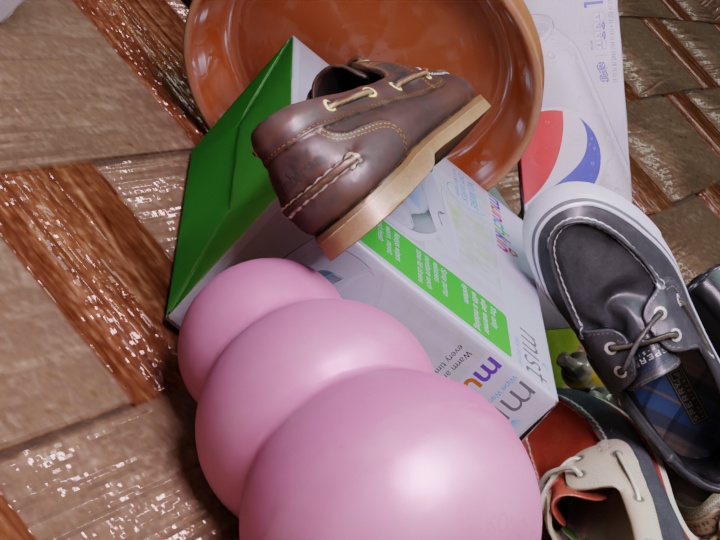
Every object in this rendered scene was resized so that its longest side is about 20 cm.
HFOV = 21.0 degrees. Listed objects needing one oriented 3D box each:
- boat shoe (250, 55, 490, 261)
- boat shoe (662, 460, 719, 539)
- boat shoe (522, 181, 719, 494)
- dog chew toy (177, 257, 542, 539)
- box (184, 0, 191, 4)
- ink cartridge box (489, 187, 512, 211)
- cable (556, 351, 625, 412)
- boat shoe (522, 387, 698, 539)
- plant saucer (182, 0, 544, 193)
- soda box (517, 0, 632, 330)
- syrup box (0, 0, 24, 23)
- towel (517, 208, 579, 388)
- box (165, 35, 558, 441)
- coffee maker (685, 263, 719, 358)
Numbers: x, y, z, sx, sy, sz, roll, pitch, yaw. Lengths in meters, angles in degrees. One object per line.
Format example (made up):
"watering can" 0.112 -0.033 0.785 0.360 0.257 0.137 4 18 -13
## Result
"boat shoe" 0.007 -0.067 0.892 0.070 0.070 0.200 48 20 -1
"boat shoe" 0.201 0.142 1.126 0.064 0.071 0.201 -17 82 -60
"boat shoe" 0.150 0.042 1.020 0.200 0.070 0.066 58 9 -29
"dog chew toy" -0.012 0.070 0.808 0.124 0.125 0.200 23 22 -48
"box" 0.022 -0.162 1.211 0.182 0.104 0.200 32 -9 -33
"ink cartridge box" 0.075 0.004 1.212 0.145 0.048 0.200 19 31 -53
"cable" 0.167 0.099 1.198 0.200 0.050 0.098 7 60 -64
"boat shoe" 0.130 0.132 1.040 0.062 0.071 0.200 14 31 -35
"plant saucer" 0.003 -0.114 1.063 0.200 0.200 0.032 39 39 -18
"soda box" 0.121 -0.070 1.114 0.068 0.063 0.201 -77 162 -79
"syrup box" -0.226 -0.220 0.956 0.200 0.079 0.082 35 42 -27
"towel" 0.113 0.022 1.200 0.086 0.018 0.200 57 30 -16
"box" 0.000 0.000 0.995 0.176 0.097 0.200 37 21 -17
"coffee maker" 0.287 0.092 1.340 0.200 0.135 0.192 51 21 16
